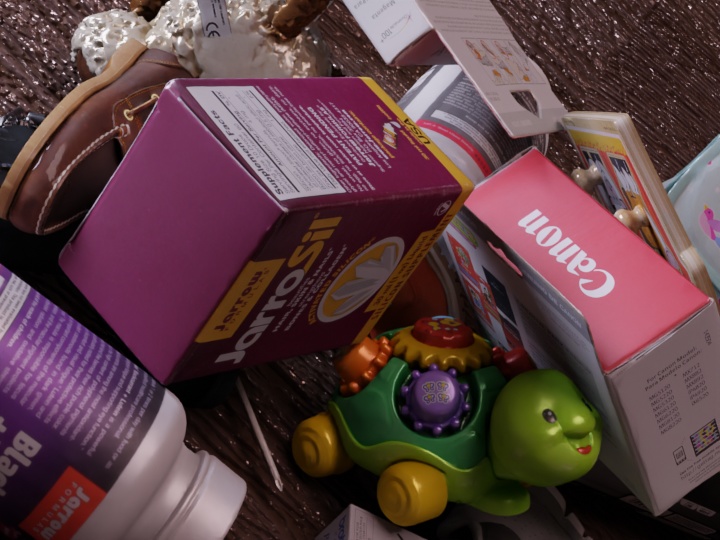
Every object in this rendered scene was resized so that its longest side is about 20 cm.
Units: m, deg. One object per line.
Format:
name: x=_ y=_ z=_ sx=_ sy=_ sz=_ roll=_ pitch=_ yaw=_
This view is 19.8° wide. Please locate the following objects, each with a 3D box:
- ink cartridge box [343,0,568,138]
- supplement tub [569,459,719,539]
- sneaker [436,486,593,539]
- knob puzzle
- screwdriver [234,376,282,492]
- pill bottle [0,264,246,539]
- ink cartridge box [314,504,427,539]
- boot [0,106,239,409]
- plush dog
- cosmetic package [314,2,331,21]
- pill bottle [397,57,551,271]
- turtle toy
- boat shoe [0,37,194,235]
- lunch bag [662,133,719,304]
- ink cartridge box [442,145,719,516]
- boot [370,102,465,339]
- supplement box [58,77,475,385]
ink cartridge box: x=0.060 y=-0.150 z=1.364 sx=0.174 sy=0.043 sz=0.200 roll=56 pitch=18 yaw=6
supplement tub: x=0.220 y=0.112 z=1.424 sx=0.199 sy=0.123 sz=0.123 roll=23 pitch=42 yaw=-28
sneaker: x=0.122 y=0.217 z=1.280 sx=0.200 sy=0.075 sz=0.115 roll=43 pitch=40 yaw=13
knob puzzle: x=0.182 y=-0.005 z=1.314 sx=0.221 sy=0.030 sz=0.220 roll=63 pitch=-3 yaw=5
screwdriver: x=-0.082 y=0.045 z=1.261 sx=0.028 sy=0.029 sz=0.201 roll=3 pitch=49 yaw=-43
pill bottle: x=-0.162 y=0.086 z=1.077 sx=0.199 sy=0.111 sz=0.112 roll=37 pitch=37 yaw=-11
ink cartridge box: x=0.017 y=0.237 z=1.168 sx=0.093 sy=0.044 sz=0.201 roll=27 pitch=40 yaw=-22
boot: x=-0.166 y=-0.010 z=1.199 sx=0.162 sy=0.073 sz=0.199 roll=14 pitch=39 yaw=-40
plush dog: x=-0.074 y=-0.145 z=1.380 sx=0.200 sy=0.161 sz=0.172 roll=38 pitch=13 yaw=-9
cosmetic package: x=-0.099 y=-0.274 z=1.519 sx=0.199 sy=0.071 sz=0.106 roll=27 pitch=40 yaw=-24
pill bottle: x=0.070 y=-0.086 z=1.475 sx=0.111 sy=0.111 sz=0.200 roll=44 pitch=36 yaw=-3
turtle toy: x=0.061 y=0.087 z=1.247 sx=0.145 sy=0.102 sz=0.199 roll=-12 pitch=26 yaw=-43
boat shoe: x=-0.139 y=-0.073 z=1.175 sx=0.070 sy=0.071 sz=0.200 roll=33 pitch=35 yaw=0
lunch bag: x=0.274 y=0.001 z=1.520 sx=0.171 sy=0.200 sz=0.122 roll=48 pitch=36 yaw=2
ink cartridge box: x=0.137 y=0.019 z=1.259 sx=0.200 sy=0.084 sz=0.176 roll=46 pitch=-14 yaw=47
boot: x=0.000 y=0.000 z=1.321 sx=0.107 sy=0.075 sz=0.202 roll=-36 pitch=115 yaw=-41
supplement box: x=-0.048 y=-0.028 z=1.149 sx=0.103 sy=0.131 sz=0.199 roll=47 pitch=28 yaw=20
